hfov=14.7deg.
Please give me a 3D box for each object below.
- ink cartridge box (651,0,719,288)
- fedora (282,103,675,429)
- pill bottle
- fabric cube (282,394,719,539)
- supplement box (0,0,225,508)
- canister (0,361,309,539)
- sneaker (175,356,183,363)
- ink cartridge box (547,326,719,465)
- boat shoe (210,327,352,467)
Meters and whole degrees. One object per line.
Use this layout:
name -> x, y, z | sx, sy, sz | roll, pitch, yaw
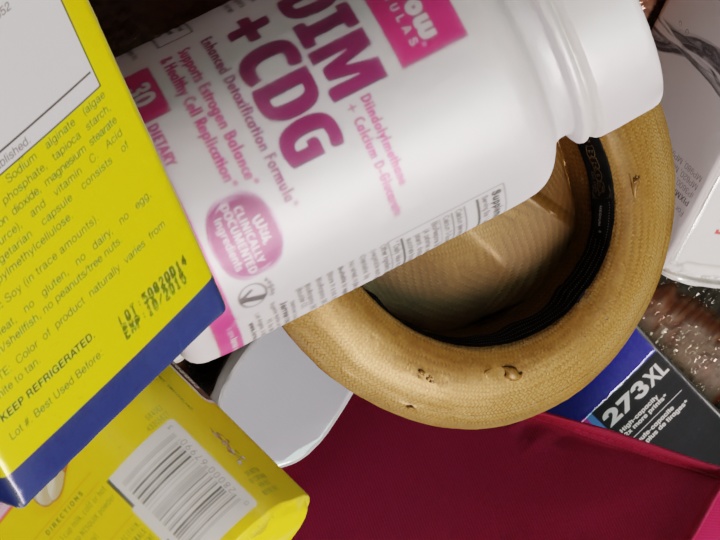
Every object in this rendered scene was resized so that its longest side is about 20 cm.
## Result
ink cartridge box -> 0.207, -0.093, 1.252 | 0.145, 0.085, 0.201 | 6, 118, -39
fedora -> 0.030, -0.035, 1.139 | 0.199, 0.082, 0.202 | -2, 95, -22
pill bottle -> 0.001, -0.059, 1.017 | 0.199, 0.114, 0.114 | -27, 137, -6
fabric cube -> 0.039, 0.190, 1.245 | 0.196, 0.199, 0.200 | -52, 149, -36
supplement box -> -0.146, -0.041, 0.894 | 0.109, 0.109, 0.201 | -44, 126, -33
canister -> -0.134, 0.068, 1.046 | 0.149, 0.200, 0.086 | -49, 168, 14
sneaker -> -0.111, 0.027, 1.141 | 0.200, 0.075, 0.081 | -39, 147, 0
ink cartridge box -> 0.126, 0.084, 1.388 | 0.095, 0.037, 0.200 | -43, 136, 4
boat shoe -> 0.000, 0.000, 1.204 | 0.069, 0.057, 0.200 | 42, 81, -11
